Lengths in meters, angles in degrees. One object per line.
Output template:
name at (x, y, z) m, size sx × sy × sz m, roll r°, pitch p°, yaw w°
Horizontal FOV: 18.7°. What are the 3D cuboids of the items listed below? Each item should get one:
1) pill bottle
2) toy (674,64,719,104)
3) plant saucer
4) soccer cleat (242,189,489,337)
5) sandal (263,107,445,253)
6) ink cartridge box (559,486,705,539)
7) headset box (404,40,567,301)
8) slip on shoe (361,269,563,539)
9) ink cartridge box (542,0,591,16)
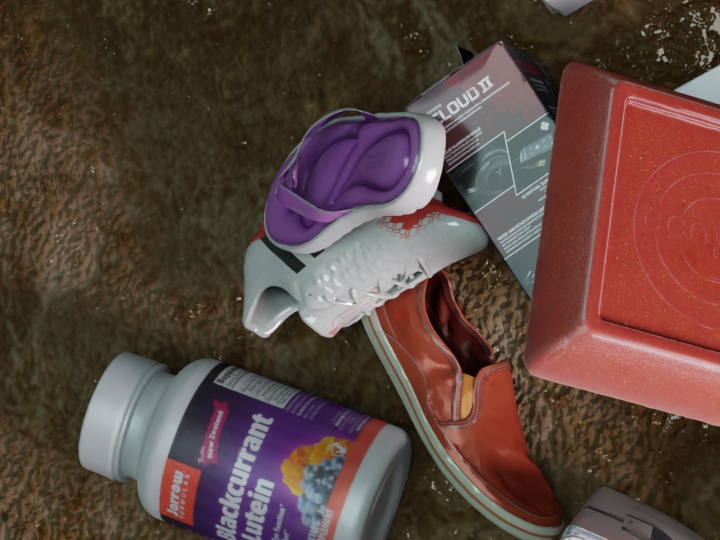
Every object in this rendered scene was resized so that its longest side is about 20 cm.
pill bottle at (-0.077, 0.124, 1.420) m, size 0.199 × 0.111 × 0.112 m, roll 19°, pitch 95°, yaw 13°
toy at (0.310, -0.107, 1.362) m, size 0.199 × 0.047 × 0.116 m, roll -29°, pitch 81°, yaw 8°
plant saucer at (0.203, -0.014, 1.264) m, size 0.199 × 0.037 × 0.201 m, roll 15°, pitch 67°, yaw -13°
soccer cleat at (0.000, 0.000, 1.386) m, size 0.199 × 0.069 × 0.086 m, roll -6°, pitch 62°, yaw 42°
sandal at (-0.016, -0.064, 1.323) m, size 0.050 × 0.202 × 0.083 m, roll 17°, pitch 72°, yaw -28°
ink cartridge box at (0.141, 0.221, 1.324) m, size 0.085 × 0.200 × 0.146 m, roll 26°, pitch 96°, yaw 12°
headset box at (0.113, -0.052, 1.356) m, size 0.077 × 0.149 × 0.201 m, roll -33°, pitch 82°, yaw 11°
slip on shoe at (0.073, 0.085, 1.403) m, size 0.061 × 0.074 × 0.201 m, roll -37°, pitch 77°, yaw 28°
ink cartridge box at (0.170, -0.273, 1.374) m, size 0.199 × 0.083 × 0.147 m, roll -31°, pitch 83°, yaw 12°
